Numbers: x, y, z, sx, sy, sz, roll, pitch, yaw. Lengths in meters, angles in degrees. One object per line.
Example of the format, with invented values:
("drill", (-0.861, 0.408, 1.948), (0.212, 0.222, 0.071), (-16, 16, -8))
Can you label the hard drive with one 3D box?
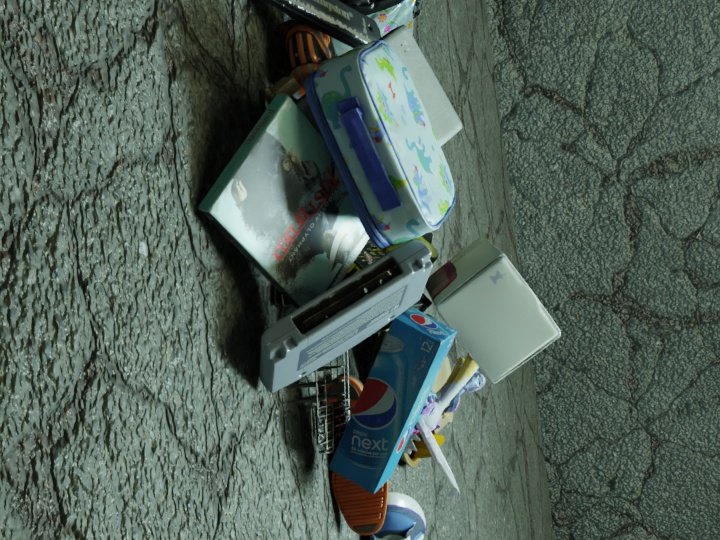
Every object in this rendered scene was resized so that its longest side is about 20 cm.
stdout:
("hard drive", (0.016, -0.167, 1.380), (0.200, 0.033, 0.140), (-42, 108, -34))

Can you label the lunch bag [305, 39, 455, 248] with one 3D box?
("lunch bag", (0.021, -0.131, 1.269), (0.201, 0.082, 0.161), (65, 20, -12))

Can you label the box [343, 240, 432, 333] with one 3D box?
("box", (0.000, 0.000, 1.478), (0.160, 0.049, 0.200), (48, 10, 9))

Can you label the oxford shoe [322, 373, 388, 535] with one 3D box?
("oxford shoe", (0.000, 0.226, 1.536), (0.073, 0.071, 0.202), (-29, 112, -80))

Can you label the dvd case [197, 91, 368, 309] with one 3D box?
("dvd case", (-0.064, -0.060, 1.251), (0.146, 0.022, 0.200), (-57, 136, -17))

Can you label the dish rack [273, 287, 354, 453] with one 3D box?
("dish rack", (-0.048, 0.108, 1.423), (0.153, 0.054, 0.202), (6, 81, -74))

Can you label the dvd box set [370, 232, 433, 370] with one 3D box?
("dvd box set", (0.054, 0.061, 1.708), (0.147, 0.029, 0.201), (-75, -178, -56))

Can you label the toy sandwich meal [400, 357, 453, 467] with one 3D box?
("toy sandwich meal", (0.095, 0.208, 1.904), (0.205, 0.070, 0.207), (-6, 90, -76))

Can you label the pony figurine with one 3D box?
("pony figurine", (0.080, 0.190, 1.658), (0.200, 0.166, 0.193), (-49, 129, -13))

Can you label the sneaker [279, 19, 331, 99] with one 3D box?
("sneaker", (-0.048, -0.242, 1.505), (0.200, 0.077, 0.113), (69, 11, -70))

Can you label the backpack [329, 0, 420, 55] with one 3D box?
("backpack", (-0.001, -0.336, 1.576), (0.200, 0.166, 0.127), (90, -11, -75))

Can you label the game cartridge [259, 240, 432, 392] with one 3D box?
("game cartridge", (-0.019, 0.050, 1.279), (0.042, 0.199, 0.133), (55, -18, 12))

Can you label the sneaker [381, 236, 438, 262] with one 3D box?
("sneaker", (0.027, -0.050, 1.628), (0.200, 0.078, 0.091), (34, -23, 53))

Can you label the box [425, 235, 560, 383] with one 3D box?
("box", (0.164, 0.046, 1.589), (0.128, 0.109, 0.200), (53, 4, -7))

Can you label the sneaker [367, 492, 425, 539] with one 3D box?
("sneaker", (0.050, 0.400, 1.634), (0.201, 0.080, 0.147), (76, 12, -49))

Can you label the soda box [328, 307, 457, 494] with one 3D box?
("soda box", (0.037, 0.147, 1.407), (0.201, 0.064, 0.068), (-68, 165, 16))

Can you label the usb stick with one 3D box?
("usb stick", (-0.051, -0.302, 1.423), (0.199, 0.033, 0.056), (20, 43, -42))

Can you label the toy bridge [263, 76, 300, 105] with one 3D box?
("toy bridge", (-0.058, -0.128, 1.427), (0.067, 0.027, 0.201), (-44, 117, -21))
